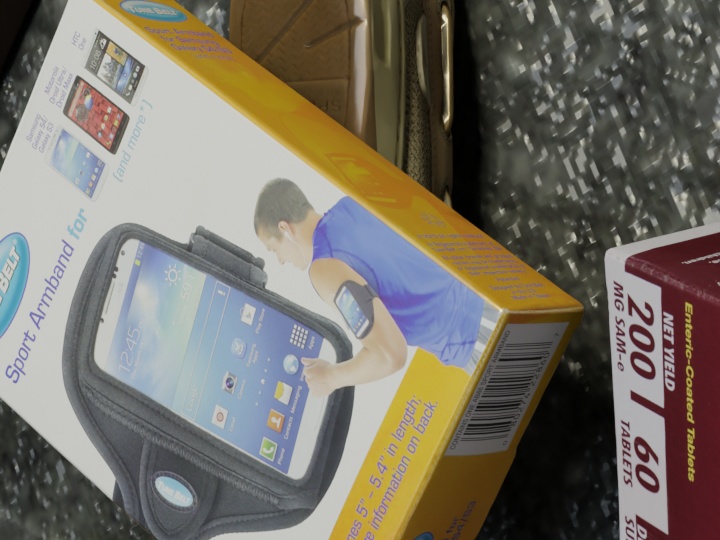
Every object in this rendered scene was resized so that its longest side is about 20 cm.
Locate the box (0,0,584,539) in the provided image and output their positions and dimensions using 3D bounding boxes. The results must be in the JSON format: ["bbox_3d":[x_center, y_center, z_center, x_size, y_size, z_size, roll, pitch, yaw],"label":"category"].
[{"bbox_3d":[-0.042,0.009,0.770,0.200,0.041,0.119,37,113,31],"label":"box"}]

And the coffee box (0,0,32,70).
[{"bbox_3d":[-0.215,-0.111,0.983,0.200,0.080,0.115,45,120,32],"label":"coffee box"}]

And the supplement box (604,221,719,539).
[{"bbox_3d":[0.134,0.063,0.633,0.200,0.061,0.109,26,125,58],"label":"supplement box"}]

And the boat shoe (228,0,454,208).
[{"bbox_3d":[0.000,0.000,0.803,0.071,0.064,0.201,9,97,38],"label":"boat shoe"}]
